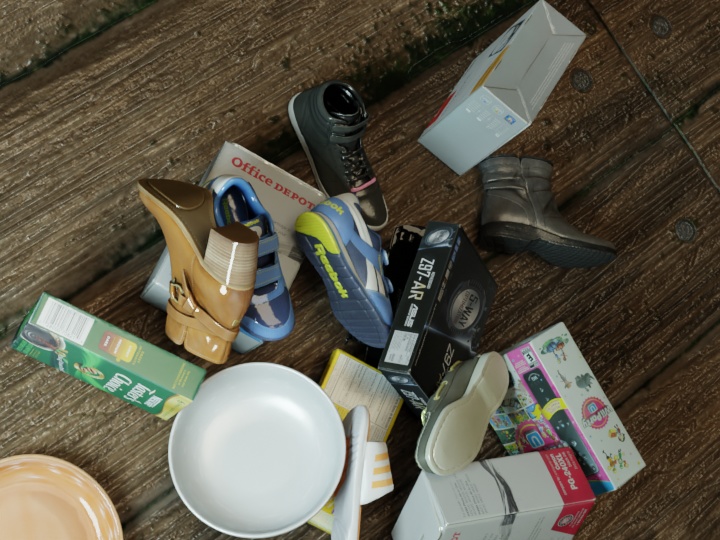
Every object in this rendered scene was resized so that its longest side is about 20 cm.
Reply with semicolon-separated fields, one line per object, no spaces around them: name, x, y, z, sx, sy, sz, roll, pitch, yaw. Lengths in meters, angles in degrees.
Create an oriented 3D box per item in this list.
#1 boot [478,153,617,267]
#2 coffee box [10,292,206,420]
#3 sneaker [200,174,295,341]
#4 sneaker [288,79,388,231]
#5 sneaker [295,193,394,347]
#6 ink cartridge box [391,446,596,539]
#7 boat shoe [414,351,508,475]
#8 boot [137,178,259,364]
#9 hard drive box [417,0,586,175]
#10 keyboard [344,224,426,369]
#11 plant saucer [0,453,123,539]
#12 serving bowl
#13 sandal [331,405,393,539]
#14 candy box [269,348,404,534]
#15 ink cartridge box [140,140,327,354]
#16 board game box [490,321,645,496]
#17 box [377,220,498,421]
boot;0.246;-0.083;1.937;0.200;0.070;0.132;14;66;-22
coffee box;-0.278;0.098;1.648;0.200;0.123;0.044;27;66;-14
sneaker;-0.126;-0.016;1.668;0.074;0.082;0.200;-22;86;-26
sneaker;-0.015;-0.144;1.831;0.071;0.099;0.200;-28;88;-27
sneaker;0.000;0.000;1.747;0.082;0.074;0.200;-45;124;-37
ink cartridge box;0.151;0.289;1.741;0.200;0.145;0.083;-5;51;-23
boat shoe;0.108;0.168;1.725;0.072;0.060;0.202;62;39;-21
boot;-0.188;-0.004;1.638;0.200;0.156;0.077;32;31;32
hard drive box;0.175;-0.226;1.873;0.077;0.200;0.156;38;65;-7
keyboard;0.041;0.040;1.836;0.104;0.040;0.200;15;82;-13
plant saucer;-0.357;0.300;1.607;0.200;0.037;0.201;6;73;-19
serving bowl;-0.115;0.208;1.697;0.200;0.066;0.201;0;72;0
sandal;0.004;0.258;1.712;0.059;0.079;0.207;6;87;-19
candy box;-0.026;0.203;1.762;0.102;0.026;0.200;29;72;-13
ink cartridge box;-0.146;-0.026;1.754;0.145;0.084;0.200;29;68;-11
board game box;0.233;0.181;1.809;0.064;0.148;0.200;-30;87;-36
box;0.096;0.065;1.793;0.043;0.160;0.200;8;64;28
